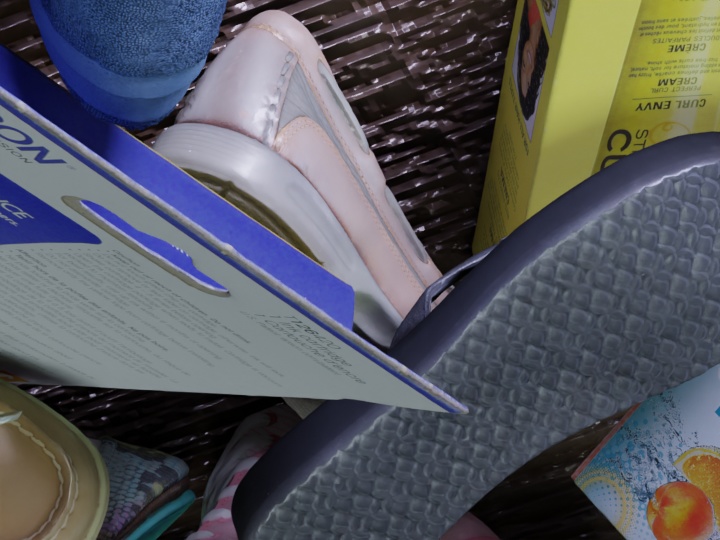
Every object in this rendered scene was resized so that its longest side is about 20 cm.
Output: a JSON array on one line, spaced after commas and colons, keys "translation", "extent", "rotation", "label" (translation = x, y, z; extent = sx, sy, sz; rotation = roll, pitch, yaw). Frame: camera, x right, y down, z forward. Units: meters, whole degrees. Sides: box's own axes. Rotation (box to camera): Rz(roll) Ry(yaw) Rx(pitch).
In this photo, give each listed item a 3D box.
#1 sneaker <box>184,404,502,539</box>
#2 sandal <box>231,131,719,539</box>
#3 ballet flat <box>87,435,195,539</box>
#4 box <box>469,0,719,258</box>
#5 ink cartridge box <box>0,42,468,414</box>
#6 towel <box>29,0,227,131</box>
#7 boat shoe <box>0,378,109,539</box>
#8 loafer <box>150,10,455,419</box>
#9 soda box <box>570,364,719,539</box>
[{"translation": [-0.039, 0.101, 0.848], "extent": [0.200, 0.105, 0.076], "rotation": [-5, 127, -47], "label": "sneaker"}, {"translation": [0.041, 0.020, 0.753], "extent": [0.200, 0.043, 0.076], "rotation": [-35, 130, 14], "label": "sandal"}, {"translation": [-0.111, 0.092, 0.821], "extent": [0.071, 0.200, 0.069], "rotation": [43, 117, -2], "label": "ballet flat"}, {"translation": [0.081, -0.049, 0.760], "extent": [0.075, 0.050, 0.201], "rotation": [-3, 140, -10], "label": "box"}, {"translation": [-0.098, -0.021, 0.683], "extent": [0.199, 0.047, 0.197], "rotation": [-3, 152, 42], "label": "ink cartridge box"}, {"translation": [-0.045, -0.133, 0.576], "extent": [0.048, 0.112, 0.200], "rotation": [2, 140, -17], "label": "towel"}, {"translation": [-0.168, 0.040, 0.739], "extent": [0.199, 0.074, 0.063], "rotation": [18, 165, -3], "label": "boat shoe"}, {"translation": [0.000, 0.000, 0.794], "extent": [0.072, 0.063, 0.200], "rotation": [11, 154, 28], "label": "loafer"}, {"translation": [0.157, 0.014, 0.796], "extent": [0.200, 0.064, 0.068], "rotation": [-50, 158, 22], "label": "soda box"}]
